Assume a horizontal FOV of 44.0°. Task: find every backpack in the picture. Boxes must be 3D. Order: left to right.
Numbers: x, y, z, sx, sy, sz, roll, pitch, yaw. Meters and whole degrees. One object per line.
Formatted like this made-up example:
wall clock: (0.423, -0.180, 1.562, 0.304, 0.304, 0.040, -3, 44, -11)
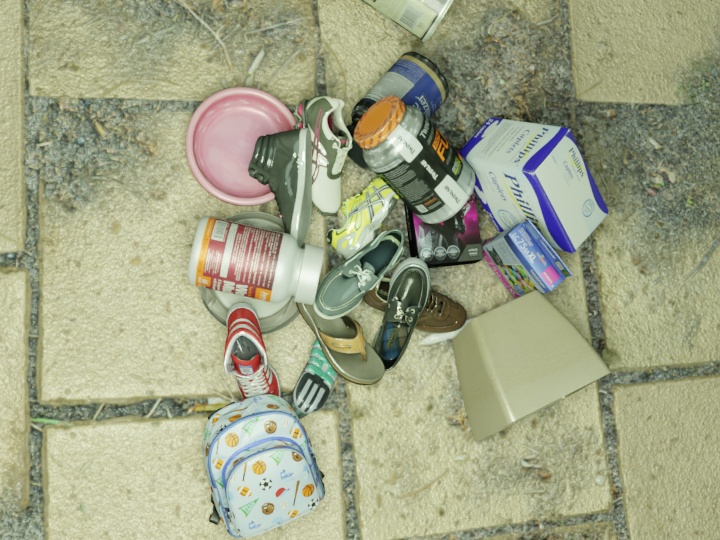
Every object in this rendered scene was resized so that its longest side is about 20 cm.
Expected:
backpack: (-0.155, 0.296, 1.367, 0.198, 0.154, 0.193, -22, 105, -17)

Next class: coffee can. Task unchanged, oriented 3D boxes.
coffee can: (0.070, -0.519, 1.575, 0.198, 0.146, 0.148, 31, 75, -8)

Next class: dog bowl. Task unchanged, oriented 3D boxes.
dog bowl: (-0.177, 0.009, 1.473, 0.197, 0.059, 0.204, 2, 81, -13)

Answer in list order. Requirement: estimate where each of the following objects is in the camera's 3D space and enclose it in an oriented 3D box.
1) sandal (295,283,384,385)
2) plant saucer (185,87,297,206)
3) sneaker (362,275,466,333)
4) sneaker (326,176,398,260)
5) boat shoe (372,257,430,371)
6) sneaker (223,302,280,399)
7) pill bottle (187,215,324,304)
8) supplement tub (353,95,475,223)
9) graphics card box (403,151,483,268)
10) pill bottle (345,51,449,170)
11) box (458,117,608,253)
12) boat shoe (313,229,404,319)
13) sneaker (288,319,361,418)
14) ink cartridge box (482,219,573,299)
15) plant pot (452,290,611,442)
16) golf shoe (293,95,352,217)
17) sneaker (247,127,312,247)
sandal: (-0.029, 0.099, 1.439, 0.081, 0.054, 0.202, -33, 90, -37)
plant saucer: (-0.197, -0.205, 1.507, 0.197, 0.051, 0.204, 3, 80, -15)
sneaker: (0.096, 0.059, 1.524, 0.197, 0.076, 0.072, 15, 77, -11)
sneaker: (0.013, -0.114, 1.532, 0.076, 0.075, 0.202, 31, 74, -8)
boat shoe: (0.069, 0.077, 1.467, 0.068, 0.057, 0.202, 14, 118, -6)
sneaker: (-0.168, 0.162, 1.391, 0.070, 0.113, 0.203, -14, 112, -2)
pill bottle: (-0.161, -0.012, 1.384, 0.197, 0.110, 0.111, 13, 78, -5)
supplement tub: (0.087, -0.181, 1.453, 0.200, 0.122, 0.123, 42, 72, -30)
graphics card box: (0.141, -0.108, 1.576, 0.123, 0.051, 0.204, -4, 83, -15)
pill bottle: (0.055, -0.274, 1.549, 0.112, 0.112, 0.200, 42, 74, -4)
box: (0.289, -0.147, 1.511, 0.105, 0.199, 0.185, -46, 123, -15)
boat shoe: (0.000, 0.000, 1.441, 0.073, 0.062, 0.199, 45, 61, 10)
sneaker: (-0.068, 0.161, 1.478, 0.074, 0.088, 0.201, 39, 50, -4)
ink cartridge box: (0.275, -0.014, 1.516, 0.042, 0.200, 0.120, -38, 91, -15)
plant pot: (0.262, 0.153, 1.500, 0.198, 0.200, 0.179, -23, 76, -16)
golf shoe: (-0.056, -0.190, 1.490, 0.077, 0.087, 0.203, -22, 107, -48)
sneaker: (-0.133, -0.131, 1.454, 0.097, 0.071, 0.204, 2, 91, 10)
